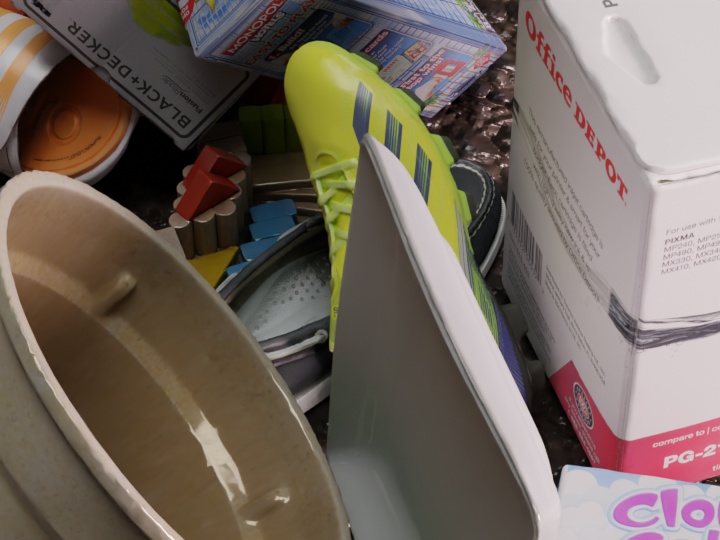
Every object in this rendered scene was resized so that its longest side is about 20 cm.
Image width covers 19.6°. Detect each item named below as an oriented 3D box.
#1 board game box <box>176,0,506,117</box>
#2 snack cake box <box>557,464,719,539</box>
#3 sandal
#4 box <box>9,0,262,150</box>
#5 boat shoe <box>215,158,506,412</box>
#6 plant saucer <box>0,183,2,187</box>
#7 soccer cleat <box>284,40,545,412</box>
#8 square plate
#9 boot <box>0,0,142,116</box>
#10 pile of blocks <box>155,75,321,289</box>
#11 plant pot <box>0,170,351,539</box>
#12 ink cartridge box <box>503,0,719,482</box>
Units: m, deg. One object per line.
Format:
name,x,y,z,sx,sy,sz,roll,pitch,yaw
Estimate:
board game box,-0.041,-0.165,1.028,0.200,0.062,0.200,54,24,9
snack cake box,0.169,0.150,0.813,0.199,0.115,0.067,8,47,7
sandal,-0.205,-0.101,1.059,0.206,0.059,0.080,25,94,26
box,-0.098,-0.159,1.071,0.117,0.060,0.200,41,26,-17
boat shoe,0.000,0.000,0.993,0.075,0.061,0.200,30,54,25
plant saucer,-0.269,-0.011,1.033,0.199,0.030,0.201,0,47,0
soccer cleat,0.011,-0.006,0.930,0.083,0.065,0.201,-30,97,-27
square plate,0.031,0.082,0.822,0.028,0.201,0.199,-10,47,-16
boot,-0.185,-0.134,1.126,0.107,0.075,0.200,-30,52,-9
pile of blocks,-0.053,-0.042,1.033,0.082,0.062,0.201,12,49,12
plant pot,-0.135,0.097,0.802,0.183,0.200,0.201,-37,47,15
ink cartridge box,0.126,-0.024,0.907,0.084,0.201,0.145,-14,48,-12
